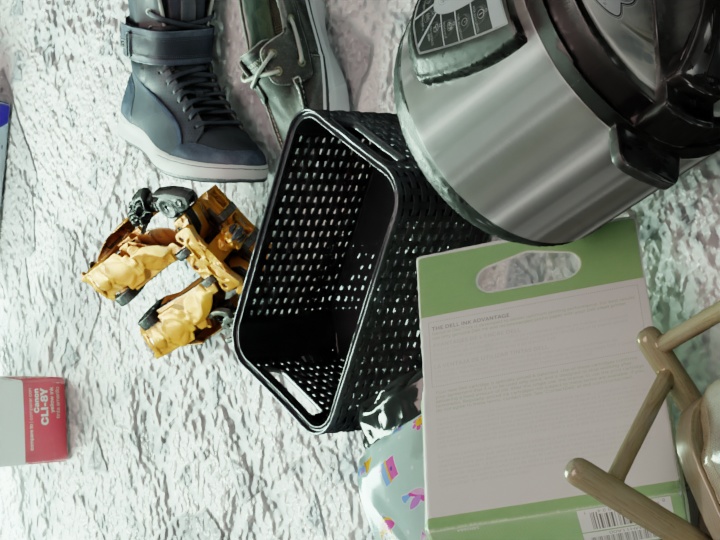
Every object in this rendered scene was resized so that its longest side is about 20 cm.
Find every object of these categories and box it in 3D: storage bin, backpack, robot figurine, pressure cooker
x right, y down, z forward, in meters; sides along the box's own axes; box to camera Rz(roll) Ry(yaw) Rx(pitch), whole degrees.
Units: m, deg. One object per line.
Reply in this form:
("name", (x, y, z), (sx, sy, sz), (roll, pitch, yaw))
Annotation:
("storage bin", (0.000, 0.000, 1.220), (0.135, 0.093, 0.202), (40, 120, 44))
("backpack", (0.080, 0.154, 1.095), (0.167, 0.126, 0.202), (-36, 65, 44))
("robot figurine", (-0.142, -0.003, 1.393), (0.145, 0.058, 0.199), (47, 141, -11))
("pressure cooker", (0.135, -0.128, 0.982), (0.200, 0.178, 0.177), (-34, 87, 47))

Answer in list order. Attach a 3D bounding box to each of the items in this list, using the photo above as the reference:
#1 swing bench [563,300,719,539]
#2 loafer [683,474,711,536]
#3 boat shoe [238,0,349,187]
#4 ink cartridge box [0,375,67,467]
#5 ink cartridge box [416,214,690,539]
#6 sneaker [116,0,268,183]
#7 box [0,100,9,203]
("swing bench", (0.246, 0.098, 0.856), (0.200, 0.130, 0.199), (45, 138, -7))
("loafer", (0.171, 0.210, 1.017), (0.071, 0.063, 0.203), (8, 97, 26))
("boat shoe", (-0.062, -0.159, 1.311), (0.072, 0.070, 0.202), (-25, 72, 49))
("ink cartridge box", (-0.398, 0.145, 1.644), (0.144, 0.198, 0.085), (-3, 89, 51))
("ink cartridge box", (0.107, 0.069, 1.014), (0.144, 0.048, 0.202), (-11, 47, 11))
("sneaker", (-0.134, -0.156, 1.399), (0.202, 0.076, 0.148), (31, 117, 48))
("box", (-0.453, -0.090, 1.786), (0.183, 0.104, 0.203), (20, 106, 49))
